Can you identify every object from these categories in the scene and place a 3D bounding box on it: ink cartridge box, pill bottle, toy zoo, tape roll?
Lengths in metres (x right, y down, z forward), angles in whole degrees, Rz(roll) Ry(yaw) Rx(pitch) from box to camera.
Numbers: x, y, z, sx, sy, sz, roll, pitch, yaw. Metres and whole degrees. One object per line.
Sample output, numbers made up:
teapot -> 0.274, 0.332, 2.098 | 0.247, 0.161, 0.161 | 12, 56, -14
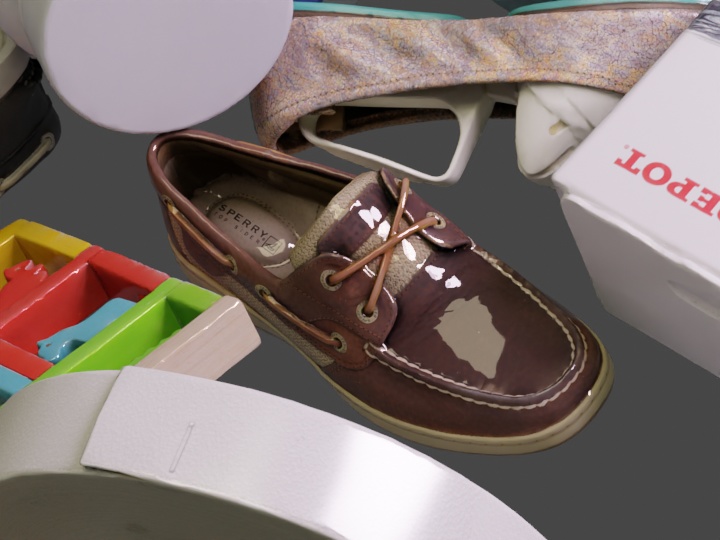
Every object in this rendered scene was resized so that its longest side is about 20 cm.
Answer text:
ink cartridge box -> 0.186, -0.046, 0.893 | 0.145, 0.084, 0.200 | 32, 71, 34
pill bottle -> -0.103, -0.148, 1.003 | 0.114, 0.114, 0.200 | -28, 45, -1
toy zoo -> -0.139, 0.036, 0.947 | 0.131, 0.021, 0.200 | -38, 29, -21
tape roll -> -0.027, 0.097, 0.797 | 0.202, 0.203, 0.037 | 8, 59, 24

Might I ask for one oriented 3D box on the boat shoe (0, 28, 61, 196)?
boat shoe -> -0.198, -0.018, 1.016 | 0.074, 0.060, 0.200 | 19, 57, 43

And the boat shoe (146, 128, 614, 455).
boat shoe -> 0.000, 0.000, 0.935 | 0.200, 0.072, 0.072 | 31, 71, 34

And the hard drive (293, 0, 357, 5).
hard drive -> -0.077, -0.159, 1.102 | 0.199, 0.025, 0.132 | 19, 65, 29

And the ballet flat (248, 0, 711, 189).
ballet flat -> 0.050, -0.064, 0.975 | 0.199, 0.068, 0.068 | 0, 77, 22

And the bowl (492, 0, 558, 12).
bowl -> 0.091, -0.187, 0.952 | 0.200, 0.105, 0.202 | 0, 91, 18
